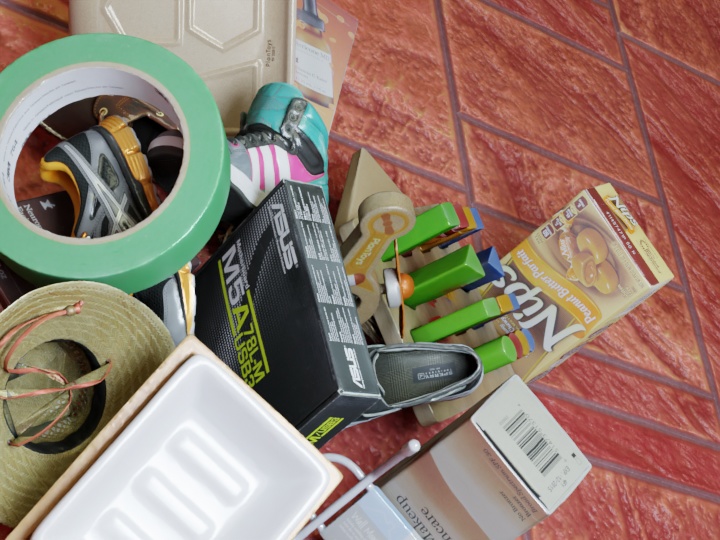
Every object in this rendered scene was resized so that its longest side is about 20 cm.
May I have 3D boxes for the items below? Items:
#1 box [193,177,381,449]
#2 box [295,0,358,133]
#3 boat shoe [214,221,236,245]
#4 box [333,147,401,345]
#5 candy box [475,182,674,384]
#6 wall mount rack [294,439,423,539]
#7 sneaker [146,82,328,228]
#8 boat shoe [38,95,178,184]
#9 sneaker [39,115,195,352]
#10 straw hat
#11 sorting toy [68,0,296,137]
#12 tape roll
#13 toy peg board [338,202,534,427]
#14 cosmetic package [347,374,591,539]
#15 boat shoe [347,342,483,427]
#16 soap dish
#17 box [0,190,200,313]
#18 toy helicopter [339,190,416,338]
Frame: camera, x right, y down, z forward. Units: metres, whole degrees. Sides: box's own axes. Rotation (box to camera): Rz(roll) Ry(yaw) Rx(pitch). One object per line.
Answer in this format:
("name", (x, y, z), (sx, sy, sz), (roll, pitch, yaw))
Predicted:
("box", (-0.076, 0.061, 1.208), (0.047, 0.193, 0.200), (8, 53, -35))
("box", (-0.104, -0.199, 1.474), (0.152, 0.106, 0.200), (31, 42, -18))
("boat shoe", (-0.092, -0.026, 1.368), (0.200, 0.072, 0.060), (51, 35, -4))
("box", (0.029, -0.003, 1.448), (0.164, 0.021, 0.200), (51, 31, -27))
("candy box", (0.200, 0.018, 1.491), (0.055, 0.200, 0.116), (-15, 68, -51))
("wall mount rack", (0.031, 0.221, 1.185), (0.200, 0.174, 0.075), (49, 22, 3))
("sneaker", (-0.092, -0.107, 1.252), (0.200, 0.083, 0.121), (29, 62, -49))
("boat shoe", (-0.202, -0.121, 1.295), (0.200, 0.071, 0.070), (21, 17, -10))
("sneaker", (-0.186, -0.021, 1.173), (0.077, 0.078, 0.200), (-20, 75, -22))
("straw hat", (-0.236, 0.087, 1.115), (0.201, 0.202, 0.085), (-2, 18, -43))
("sorting toy", (-0.158, -0.195, 1.333), (0.199, 0.186, 0.036), (1, 16, -6))
("tape roll", (-0.199, -0.080, 1.127), (0.200, 0.048, 0.201), (-1, 71, 2))
("toy peg board", (0.100, 0.022, 1.417), (0.199, 0.098, 0.200), (-13, 80, -61))
("cosmetic package", (0.080, 0.188, 1.239), (0.103, 0.200, 0.087), (49, 40, 5))
("boat shoe", (0.009, 0.091, 1.286), (0.199, 0.071, 0.072), (-13, 75, -6))
("soap dish", (-0.135, 0.172, 1.087), (0.157, 0.081, 0.200), (44, 73, -8))
("box", (-0.238, -0.006, 1.215), (0.200, 0.075, 0.100), (-20, 72, -51))
("toy helicopter", (0.000, 0.000, 1.263), (0.132, 0.200, 0.079), (10, 54, -21))
